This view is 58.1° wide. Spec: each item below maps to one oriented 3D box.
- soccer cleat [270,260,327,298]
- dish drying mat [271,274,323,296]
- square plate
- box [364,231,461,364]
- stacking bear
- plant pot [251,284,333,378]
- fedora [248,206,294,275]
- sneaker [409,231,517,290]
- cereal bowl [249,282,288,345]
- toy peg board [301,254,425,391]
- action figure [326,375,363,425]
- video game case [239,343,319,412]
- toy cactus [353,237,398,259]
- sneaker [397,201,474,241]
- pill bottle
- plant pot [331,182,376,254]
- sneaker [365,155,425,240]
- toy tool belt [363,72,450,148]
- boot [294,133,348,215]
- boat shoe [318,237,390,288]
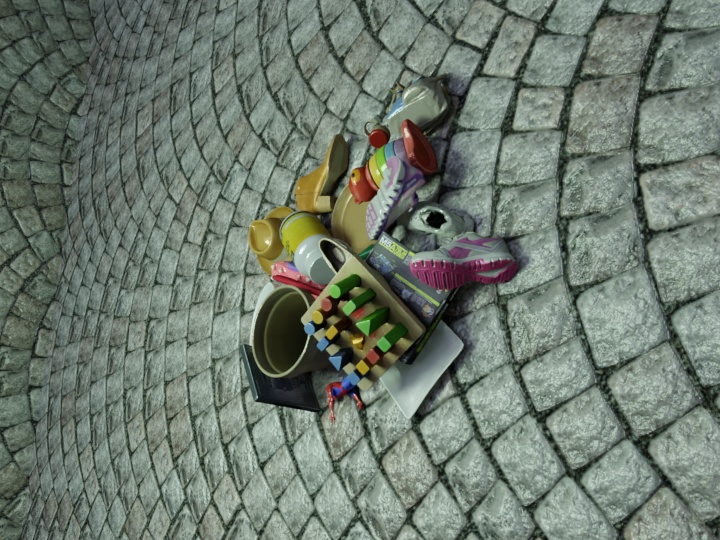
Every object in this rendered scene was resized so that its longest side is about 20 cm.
[{"bbox_3d":[-0.138,0.022,1.614,0.198,0.076,0.068,22,120,32],"label":"soccer cleat"},{"bbox_3d":[-0.116,0.045,1.491,0.199,0.076,0.018,19,88,41],"label":"dish drying mat"},{"bbox_3d":[0.107,0.164,1.335,0.199,0.028,0.200,-56,46,18],"label":"square plate"},{"bbox_3d":[0.074,0.054,1.310,0.199,0.047,0.194,34,94,28],"label":"box"},{"bbox_3d":[0.058,-0.218,1.420,0.198,0.113,0.123,-26,61,29],"label":"stacking bear"},{"bbox_3d":[-0.120,0.150,1.468,0.198,0.172,0.203,-16,66,39],"label":"plant pot"},{"bbox_3d":[-0.244,-0.087,1.738,0.199,0.081,0.204,-17,66,42],"label":"fedora"},{"bbox_3d":[0.191,-0.023,1.228,0.082,0.197,0.089,88,180,-48],"label":"sneaker"},{"bbox_3d":[-0.210,0.136,1.616,0.200,0.082,0.203,-167,90,-70],"label":"cereal bowl"},{"bbox_3d":[-0.018,0.115,1.242,0.200,0.098,0.200,47,120,10],"label":"toy peg board"},{"bbox_3d":[-0.016,0.266,1.397,0.200,0.065,0.100,-40,56,49],"label":"action figure"},{"bbox_3d":[-0.184,0.249,1.491,0.019,0.199,0.144,-40,52,23],"label":"video game case"},{"bbox_3d":[0.000,0.000,1.420,0.164,0.102,0.202,32,96,11],"label":"toy cactus"},{"bbox_3d":[0.140,-0.109,1.344,0.199,0.080,0.076,18,93,49],"label":"sneaker"},{"bbox_3d":[-0.117,-0.053,1.556,0.113,0.111,0.200,-58,36,17],"label":"pill bottle"},{"bbox_3d":[0.007,-0.128,1.528,0.199,0.027,0.203,-16,68,44],"label":"plant pot"},{"bbox_3d":[0.073,-0.139,1.346,0.081,0.087,0.201,-107,33,-43],"label":"sneaker"},{"bbox_3d":[0.108,-0.358,1.443,0.199,0.125,0.124,-29,27,34],"label":"toy tool belt"},{"bbox_3d":[-0.107,-0.242,1.648,0.143,0.070,0.204,5,87,44],"label":"boot"},{"bbox_3d":[-0.015,0.006,1.303,0.072,0.065,0.200,-47,62,11],"label":"boat shoe"}]
